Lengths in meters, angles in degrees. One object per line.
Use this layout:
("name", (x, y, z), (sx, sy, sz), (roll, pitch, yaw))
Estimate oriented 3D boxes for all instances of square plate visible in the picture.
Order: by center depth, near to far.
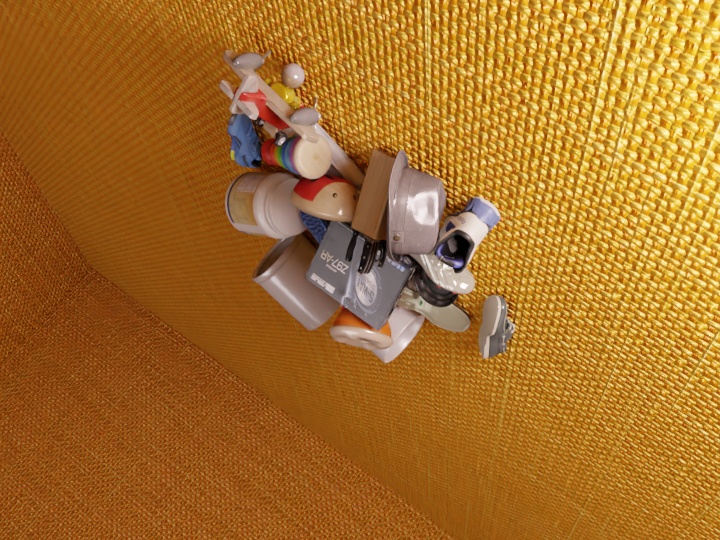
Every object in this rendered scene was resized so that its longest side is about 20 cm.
("square plate", (-0.089, -0.224, 1.700), (0.200, 0.029, 0.197), (47, 157, -12))

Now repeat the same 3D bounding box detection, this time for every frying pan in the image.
("frying pan", (0.129, 0.008, 1.701), (0.187, 0.031, 0.118), (18, 118, 33))

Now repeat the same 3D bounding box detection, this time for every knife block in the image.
("knife block", (0.025, -0.099, 1.546), (0.063, 0.177, 0.202), (25, 153, 28))

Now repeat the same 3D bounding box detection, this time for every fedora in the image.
("fedora", (0.102, -0.105, 1.456), (0.088, 0.178, 0.204), (8, 123, 11))

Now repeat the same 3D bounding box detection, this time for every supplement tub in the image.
("supplement tub", (-0.206, -0.150, 1.872), (0.198, 0.145, 0.145), (10, 144, 51))

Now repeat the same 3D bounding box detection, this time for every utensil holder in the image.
("utensil holder", (-0.147, 0.025, 2.065), (0.200, 0.171, 0.169), (44, 157, -15))

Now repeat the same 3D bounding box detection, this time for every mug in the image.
("mug", (0.049, 0.084, 1.906), (0.175, 0.147, 0.202), (41, 137, 17))

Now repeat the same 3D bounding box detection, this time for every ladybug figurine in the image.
("ladybug figurine", (-0.067, -0.149, 1.620), (0.133, 0.074, 0.199), (2, -165, -31))

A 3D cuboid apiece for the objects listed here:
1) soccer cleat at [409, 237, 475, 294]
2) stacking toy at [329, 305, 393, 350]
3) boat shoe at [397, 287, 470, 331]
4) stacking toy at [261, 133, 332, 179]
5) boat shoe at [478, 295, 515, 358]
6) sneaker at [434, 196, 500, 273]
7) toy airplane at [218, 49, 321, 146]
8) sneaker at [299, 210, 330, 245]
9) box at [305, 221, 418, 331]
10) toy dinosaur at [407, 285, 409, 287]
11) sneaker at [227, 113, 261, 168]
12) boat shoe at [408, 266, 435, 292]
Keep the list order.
("soccer cleat", (0.146, -0.031, 1.609), (0.199, 0.069, 0.078), (41, 147, 18))
("stacking toy", (0.017, 0.063, 1.801), (0.142, 0.205, 0.146), (10, 166, 3))
("boat shoe", (0.155, 0.065, 1.797), (0.196, 0.068, 0.073), (27, 127, 2))
("stacking toy", (-0.137, -0.231, 1.637), (0.086, 0.086, 0.198), (53, 161, -28))
("boat shoe", (0.285, 0.113, 1.690), (0.060, 0.074, 0.202), (-5, 144, -4))
("sneaker", (0.169, -0.048, 1.484), (0.080, 0.116, 0.200), (40, 158, 2))
("toy airplane", (-0.161, -0.322, 1.489), (0.199, 0.141, 0.200), (40, -171, -25))
("sneaker", (-0.057, -0.071, 1.810), (0.069, 0.078, 0.203), (-20, 102, 40))
("box", (0.000, 0.000, 1.687), (0.198, 0.043, 0.162), (35, 117, 11))
("toy dinosaur", (0.021, -0.026, 1.725), (0.199, 0.076, 0.104), (39, 129, 18))
("sneaker", (-0.245, -0.291, 1.793), (0.077, 0.067, 0.201), (25, 156, 6))
("boat shoe", (0.085, -0.021, 1.768), (0.197, 0.057, 0.068), (29, 120, 19))
